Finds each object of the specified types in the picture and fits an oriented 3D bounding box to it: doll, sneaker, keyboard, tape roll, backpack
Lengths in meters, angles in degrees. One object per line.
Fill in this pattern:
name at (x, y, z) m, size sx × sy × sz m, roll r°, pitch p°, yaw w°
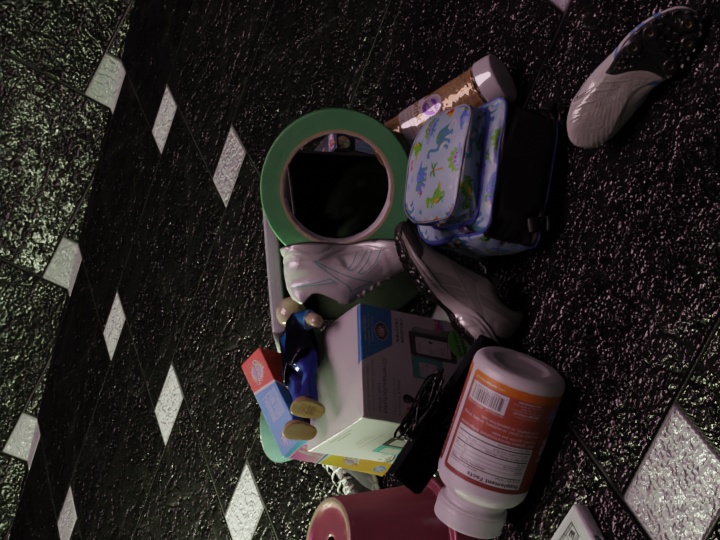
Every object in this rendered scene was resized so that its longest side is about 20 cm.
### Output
doll at (-0.075, 0.107, 1.653) m, size 0.201 × 0.048 × 0.138 m, roll -100°, pitch 24°, yaw -48°
sneaker at (0.116, 0.013, 1.622) m, size 0.079 × 0.200 × 0.074 m, roll -44°, pitch 6°, yaw -5°
keyboard at (0.093, 0.158, 1.566) m, size 0.039 × 0.104 × 0.201 m, roll 27°, pitch 79°, yaw 40°
sneaker at (0.296, -0.218, 1.463) m, size 0.200 × 0.071 × 0.073 m, roll -48°, pitch 13°, yaw 36°
sneaker at (-0.042, 0.281, 1.899) m, size 0.075 × 0.114 × 0.202 m, roll -56°, pitch 35°, yaw 39°
tape roll at (-0.030, -0.108, 1.725) m, size 0.048 × 0.198 × 0.203 m, roll -99°, pitch 23°, yaw -81°
backpack at (0.137, -0.112, 1.650) m, size 0.200 × 0.145 × 0.186 m, roll 159°, pitch 121°, yaw -65°
sneaker at (0.000, 0.000, 1.679) m, size 0.070 × 0.197 × 0.082 m, roll -146°, pitch 52°, yaw -88°

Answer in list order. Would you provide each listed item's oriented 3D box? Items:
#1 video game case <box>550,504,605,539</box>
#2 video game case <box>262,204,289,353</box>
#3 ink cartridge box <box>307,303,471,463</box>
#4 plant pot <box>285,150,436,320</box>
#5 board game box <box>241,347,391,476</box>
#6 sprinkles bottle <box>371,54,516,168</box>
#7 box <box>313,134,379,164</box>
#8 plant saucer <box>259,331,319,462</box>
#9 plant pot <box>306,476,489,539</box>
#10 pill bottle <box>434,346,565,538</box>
video game case at (0.225, 0.387, 1.430) m, size 0.202 × 0.023 × 0.183 m, roll -63°, pitch 30°, yaw 28°
video game case at (-0.110, 0.028, 1.849) m, size 0.183 × 0.022 × 0.203 m, roll 84°, pitch 180°, yaw -65°
ink cartridge box at (0.052, 0.149, 1.664) m, size 0.146 × 0.198 × 0.149 m, roll -38°, pitch 47°, yaw 51°
plant pot at (-0.018, -0.034, 1.896) m, size 0.178 × 0.197 × 0.202 m, roll 113°, pitch 154°, yaw -53°
board game box at (-0.051, 0.189, 1.767) m, size 0.040 × 0.199 × 0.154 m, roll -45°, pitch 52°, yaw 22°
sprinkles bottle at (0.107, -0.203, 1.747) m, size 0.199 × 0.068 × 0.069 m, roll -31°, pitch 50°, yaw 26°
box at (-0.022, -0.134, 1.987) m, size 0.200 × 0.135 × 0.038 m, roll -43°, pitch 44°, yaw 51°
plant saucer at (-0.079, 0.191, 1.972) m, size 0.036 × 0.199 × 0.203 m, roll 16°, pitch 96°, yaw 26°
plant pot at (0.035, 0.352, 1.648) m, size 0.200 × 0.177 × 0.203 m, roll -31°, pitch 54°, yaw 57°
pill bottle at (0.154, 0.200, 1.539) m, size 0.112 × 0.111 × 0.202 m, roll 44°, pitch 119°, yaw 59°
